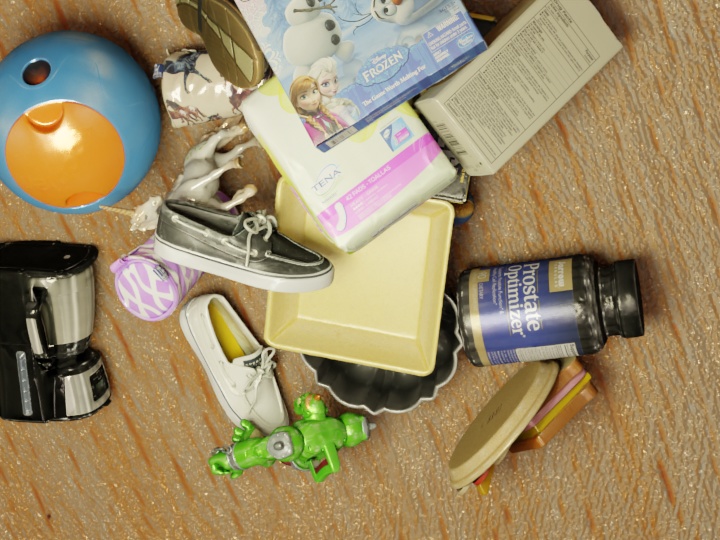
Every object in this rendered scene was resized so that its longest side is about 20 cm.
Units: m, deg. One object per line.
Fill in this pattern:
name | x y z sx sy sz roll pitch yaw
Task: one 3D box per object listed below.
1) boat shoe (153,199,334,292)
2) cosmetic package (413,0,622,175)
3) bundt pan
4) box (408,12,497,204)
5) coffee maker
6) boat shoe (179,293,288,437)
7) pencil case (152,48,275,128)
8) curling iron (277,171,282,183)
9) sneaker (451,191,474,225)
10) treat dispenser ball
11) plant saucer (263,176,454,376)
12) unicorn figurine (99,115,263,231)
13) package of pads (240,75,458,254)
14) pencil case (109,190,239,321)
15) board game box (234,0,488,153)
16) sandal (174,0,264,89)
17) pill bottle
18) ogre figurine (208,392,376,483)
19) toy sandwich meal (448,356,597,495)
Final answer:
boat shoe | -0.120 -0.032 1.429 0.197 0.074 0.069 16 117 2
cosmetic package | 0.163 -0.202 1.388 0.200 0.071 0.106 -43 103 -11
bundt pan | 0.028 0.061 1.564 0.199 0.076 0.205 4 108 13
box | 0.055 -0.183 1.450 0.157 0.049 0.203 11 90 6
coffee maker | -0.404 0.072 1.652 0.190 0.134 0.203 12 113 33
boat shoe | -0.135 0.113 1.614 0.086 0.074 0.204 -21 100 51
pencil case | -0.128 -0.220 1.495 0.197 0.078 0.091 -9 94 15
curling iron | -0.077 -0.106 1.554 0.049 0.026 0.203 13 113 11
sneaker | 0.032 -0.079 1.527 0.197 0.076 0.089 16 128 10
treat dispenser ball | -0.322 -0.164 1.492 0.198 0.201 0.204 4 111 11
plant saucer | 0.000 0.000 1.485 0.197 0.048 0.203 10 109 10
unicorn figurine | -0.180 -0.100 1.490 0.136 0.200 0.074 -20 108 23
package of pads | -0.015 -0.135 1.401 0.154 0.068 0.201 -35 84 5
pencil case | -0.209 -0.023 1.521 0.085 0.200 0.084 40 124 -5
board game box | -0.006 -0.257 1.346 0.199 0.043 0.201 -31 80 8
sandal | -0.146 -0.270 1.449 0.053 0.200 0.081 -15 131 -25
pill bottle | 0.214 0.042 1.500 0.197 0.112 0.113 -8 108 15
ogre figurine | -0.065 0.200 1.567 0.198 0.100 0.119 15 158 -31
toy sandwich meal | 0.181 0.181 1.523 0.070 0.205 0.206 40 113 -2
